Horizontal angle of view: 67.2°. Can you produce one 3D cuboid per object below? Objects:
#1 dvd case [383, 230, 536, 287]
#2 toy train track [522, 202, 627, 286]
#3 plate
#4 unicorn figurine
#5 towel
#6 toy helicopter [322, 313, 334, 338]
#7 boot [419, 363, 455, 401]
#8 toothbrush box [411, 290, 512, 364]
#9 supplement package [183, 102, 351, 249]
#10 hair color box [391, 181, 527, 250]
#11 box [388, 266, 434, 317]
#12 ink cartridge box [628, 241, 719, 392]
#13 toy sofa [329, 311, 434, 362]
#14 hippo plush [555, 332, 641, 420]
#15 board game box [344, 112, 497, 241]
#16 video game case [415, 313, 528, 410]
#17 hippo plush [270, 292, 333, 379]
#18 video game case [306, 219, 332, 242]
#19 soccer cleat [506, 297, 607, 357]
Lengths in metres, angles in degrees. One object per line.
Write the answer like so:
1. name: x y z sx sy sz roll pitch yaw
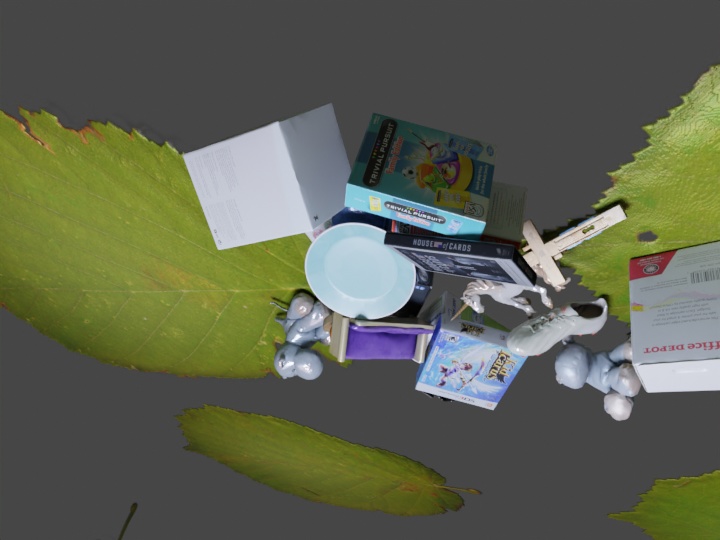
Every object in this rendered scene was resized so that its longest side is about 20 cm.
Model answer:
1. dvd case: 0.149 -0.017 0.805 0.194 0.026 0.149 9 170 32
2. toy train track: 0.333 -0.051 0.875 0.198 0.032 0.117 -33 88 41
3. plate: 0.000 0.000 0.933 0.192 0.026 0.206 5 127 6
4. unicorn figurine: 0.278 0.037 1.002 0.134 0.075 0.201 28 128 -12
5. towel: -0.001 -0.055 0.939 0.107 0.049 0.205 11 128 2
6. toy helicopter: 0.015 0.123 1.147 0.192 0.082 0.133 5 152 -10
7. boot: 0.147 0.205 1.223 0.195 0.134 0.068 27 145 -12
8. toothbrush box: 0.214 0.158 1.152 0.196 0.088 0.146 28 135 -15
9. supplement package: -0.133 -0.144 0.834 0.194 0.150 0.157 -7 110 33
10. hair color box: 0.153 -0.089 0.847 0.193 0.113 0.065 14 146 8
11. box: 0.036 0.028 1.091 0.193 0.045 0.162 14 150 -2
12. ink cartridge box: 0.491 0.071 0.816 0.144 0.205 0.086 -13 136 38
13. toy sofa: 0.043 0.133 1.048 0.194 0.086 0.097 6 -173 -28
14. hippo plush: 0.466 0.174 1.057 0.157 0.165 0.198 21 -168 27
15. board game box: 0.090 -0.137 0.777 0.193 0.155 0.048 16 146 4
16. video game case: 0.218 0.189 1.088 0.175 0.046 0.204 14 134 0
17. hippo plush: -0.145 0.161 1.265 0.193 0.165 0.162 12 146 9
18. video game case: -0.023 -0.085 1.012 0.194 0.024 0.183 -7 137 33
19. soccer cleat: 0.358 0.097 0.991 0.193 0.071 0.079 -16 138 -6
